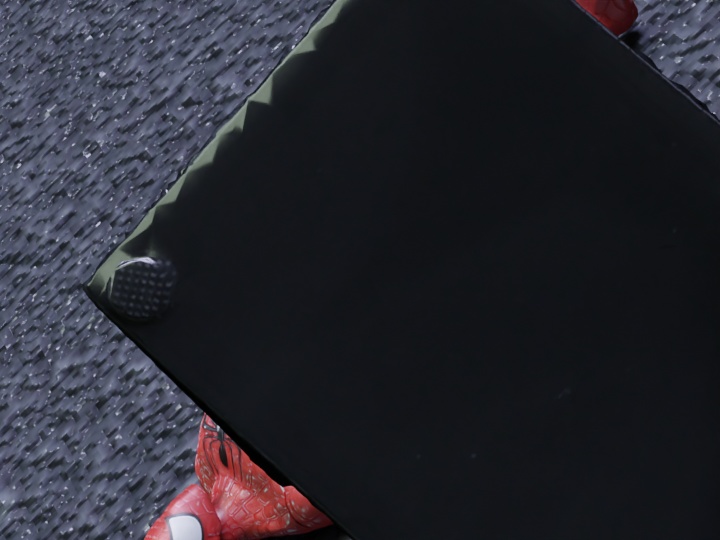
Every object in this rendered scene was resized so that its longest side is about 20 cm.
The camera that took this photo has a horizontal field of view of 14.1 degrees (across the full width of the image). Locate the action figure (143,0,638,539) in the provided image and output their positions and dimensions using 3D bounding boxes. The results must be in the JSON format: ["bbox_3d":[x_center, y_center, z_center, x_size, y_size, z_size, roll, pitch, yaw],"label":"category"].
[{"bbox_3d":[0.000,0.000,0.757,0.065,0.052,0.201,8,62,48],"label":"action figure"}]

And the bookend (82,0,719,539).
[{"bbox_3d":[0.066,0.052,0.552,0.092,0.199,0.200,-48,-13,-4],"label":"bookend"}]
